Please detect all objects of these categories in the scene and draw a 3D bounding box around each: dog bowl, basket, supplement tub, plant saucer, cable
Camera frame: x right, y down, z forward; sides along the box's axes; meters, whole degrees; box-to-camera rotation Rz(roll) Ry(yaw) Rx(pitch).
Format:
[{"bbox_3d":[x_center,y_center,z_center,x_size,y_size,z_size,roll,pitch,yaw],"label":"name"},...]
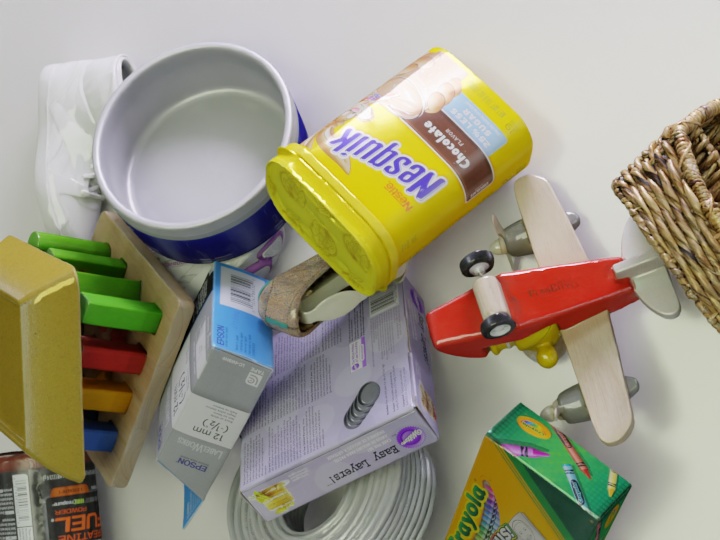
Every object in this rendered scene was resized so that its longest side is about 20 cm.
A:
[{"bbox_3d":[-0.148,-0.111,1.519,0.198,0.079,0.202,-6,63,12],"label":"dog bowl"},{"bbox_3d":[0.321,-0.042,1.312,0.149,0.142,0.201,-40,74,18],"label":"basket"},{"bbox_3d":[-0.309,0.278,1.602,0.106,0.107,0.203,-9,85,23],"label":"supplement tub"},{"bbox_3d":[-0.318,0.082,1.511,0.199,0.048,0.203,19,111,58],"label":"plant saucer"},{"bbox_3d":[-0.029,0.208,1.459,0.200,0.069,0.201,-41,41,9],"label":"cable"}]

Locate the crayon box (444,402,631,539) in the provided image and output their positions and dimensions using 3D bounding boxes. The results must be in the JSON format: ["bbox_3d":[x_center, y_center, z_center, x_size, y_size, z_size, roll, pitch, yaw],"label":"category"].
[{"bbox_3d":[0.142,0.224,1.376,0.118,0.058,0.201,36,136,21],"label":"crayon box"}]

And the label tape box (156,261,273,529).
[{"bbox_3d":[-0.148,0.115,1.484,0.066,0.144,0.201,22,118,-18],"label":"label tape box"}]

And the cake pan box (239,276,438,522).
[{"bbox_3d":[-0.024,0.108,1.446,0.183,0.052,0.201,-27,35,15],"label":"cake pan box"}]

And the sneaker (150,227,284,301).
[{"bbox_3d":[-0.162,0.001,1.563,0.199,0.075,0.100,-38,75,18],"label":"sneaker"}]

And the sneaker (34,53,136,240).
[{"bbox_3d":[-0.263,-0.118,1.614,0.114,0.073,0.203,-8,84,27],"label":"sneaker"}]

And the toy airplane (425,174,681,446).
[{"bbox_3d":[0.178,0.032,1.393,0.198,0.142,0.201,27,63,12],"label":"toy airplane"}]

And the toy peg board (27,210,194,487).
[{"bbox_3d":[-0.270,0.067,1.539,0.200,0.097,0.201,43,116,49],"label":"toy peg board"}]

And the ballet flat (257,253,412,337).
[{"bbox_3d":[0.000,0.000,1.449,0.199,0.069,0.067,-37,38,-19],"label":"ballet flat"}]

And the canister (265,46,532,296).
[{"bbox_3d":[0.037,-0.093,1.421,0.199,0.087,0.148,-38,68,-22],"label":"canister"}]
